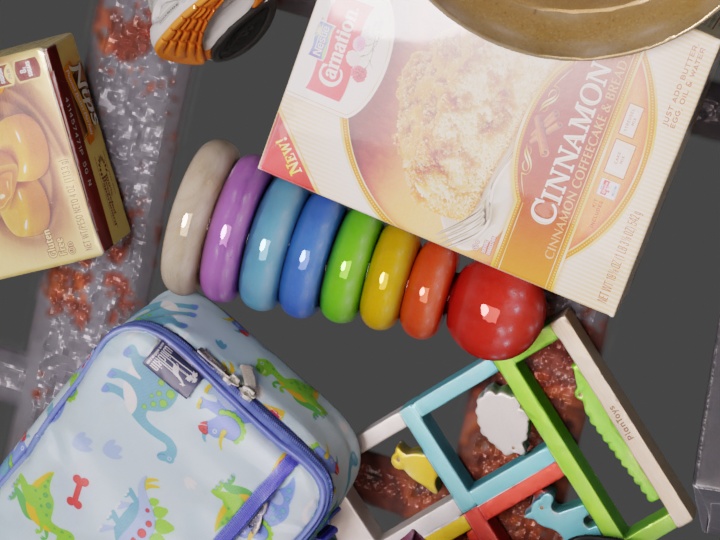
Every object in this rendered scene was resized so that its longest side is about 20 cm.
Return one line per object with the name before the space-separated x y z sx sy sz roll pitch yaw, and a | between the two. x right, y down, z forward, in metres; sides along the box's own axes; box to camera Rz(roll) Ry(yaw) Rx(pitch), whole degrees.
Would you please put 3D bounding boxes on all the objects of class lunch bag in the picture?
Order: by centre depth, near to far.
lunch bag | -0.105 0.123 1.568 0.161 0.082 0.200 42 116 0

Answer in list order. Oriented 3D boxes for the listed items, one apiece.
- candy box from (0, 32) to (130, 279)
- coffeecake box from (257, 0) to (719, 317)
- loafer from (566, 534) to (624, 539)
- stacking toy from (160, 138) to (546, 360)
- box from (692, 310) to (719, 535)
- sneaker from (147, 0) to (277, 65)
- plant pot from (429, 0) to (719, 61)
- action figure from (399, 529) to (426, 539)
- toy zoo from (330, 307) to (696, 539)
candy box | -0.236 -0.047 1.579 0.199 0.055 0.116 -13 100 15
coffeecake box | 0.069 -0.090 1.489 0.199 0.073 0.154 22 107 7
loafer | 0.193 0.186 1.519 0.199 0.070 0.069 9 114 0
stacking toy | 0.000 0.000 1.522 0.199 0.085 0.086 18 107 7
box | 0.237 0.031 1.420 0.121 0.106 0.201 9 74 12
sneaker | -0.053 -0.193 1.446 0.200 0.075 0.092 -42 59 36
plant pot | 0.104 -0.196 1.382 0.198 0.028 0.201 2 118 3
action figure | -0.014 0.201 1.531 0.199 0.149 0.135 -23 89 22
toy zoo | 0.063 0.124 1.570 0.199 0.020 0.132 -32 95 18
